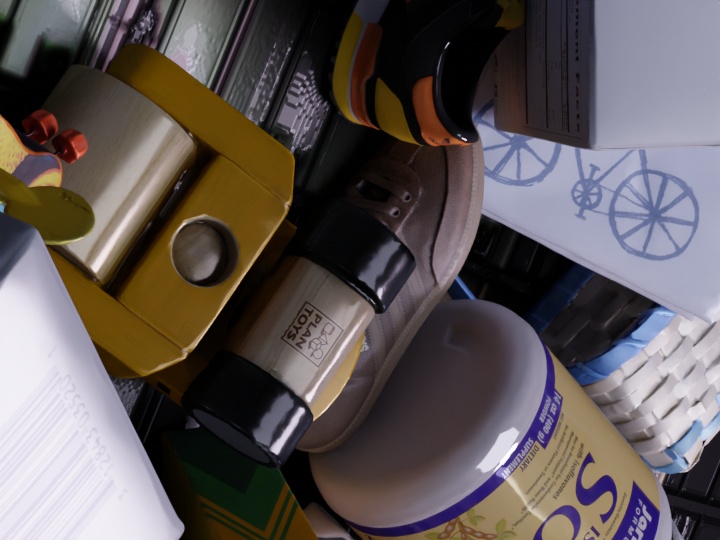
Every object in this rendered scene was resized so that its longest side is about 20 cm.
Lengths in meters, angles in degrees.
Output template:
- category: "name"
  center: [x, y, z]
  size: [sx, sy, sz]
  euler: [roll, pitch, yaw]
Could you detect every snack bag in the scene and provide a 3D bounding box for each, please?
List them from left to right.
- category: "snack bag"
  center: [0.154, -0.097, 1.401]
  size: [0.188, 0.021, 0.200]
  euler: [26, 91, -12]

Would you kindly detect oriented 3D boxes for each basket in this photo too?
- category: "basket"
  center: [0.142, 0.012, 1.491]
  size: [0.176, 0.139, 0.200]
  euler: [-42, 111, -28]

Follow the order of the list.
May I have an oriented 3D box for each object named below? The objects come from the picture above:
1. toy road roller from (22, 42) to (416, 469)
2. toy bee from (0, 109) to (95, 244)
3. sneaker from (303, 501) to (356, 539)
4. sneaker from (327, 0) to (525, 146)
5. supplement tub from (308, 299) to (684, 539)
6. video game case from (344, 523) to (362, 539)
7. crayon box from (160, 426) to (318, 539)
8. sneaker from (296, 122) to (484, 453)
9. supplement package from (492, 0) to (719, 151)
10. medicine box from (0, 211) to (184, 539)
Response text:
- category: "toy road roller"
  center: [-0.088, -0.001, 1.197]
  size: [0.200, 0.146, 0.123]
  euler: [38, 75, -17]
- category: "toy bee"
  center: [-0.165, -0.043, 1.046]
  size: [0.109, 0.131, 0.200]
  euler: [-48, 177, -24]
- category: "sneaker"
  center: [-0.009, 0.234, 1.427]
  size: [0.130, 0.079, 0.199]
  euler: [-44, 129, -4]
- category: "sneaker"
  center: [0.055, -0.158, 1.296]
  size: [0.070, 0.090, 0.200]
  euler: [5, 106, -54]
- category: "supplement tub"
  center: [0.081, 0.127, 1.408]
  size: [0.200, 0.145, 0.145]
  euler: [48, 68, -33]
- category: "video game case"
  center: [0.042, 0.190, 1.543]
  size: [0.200, 0.022, 0.182]
  euler: [17, 96, -56]
- category: "crayon box"
  center: [-0.050, 0.176, 1.253]
  size: [0.051, 0.200, 0.127]
  euler: [-7, 118, -16]
- category: "sneaker"
  center: [0.000, 0.000, 1.333]
  size: [0.076, 0.070, 0.200]
  euler: [24, 88, -55]
- category: "supplement package"
  center: [0.143, -0.123, 1.283]
  size: [0.117, 0.200, 0.117]
  euler: [-2, 97, -11]
- category: "medicine box"
  center: [-0.193, 0.048, 0.982]
  size: [0.103, 0.200, 0.182]
  euler: [-50, 143, -26]
